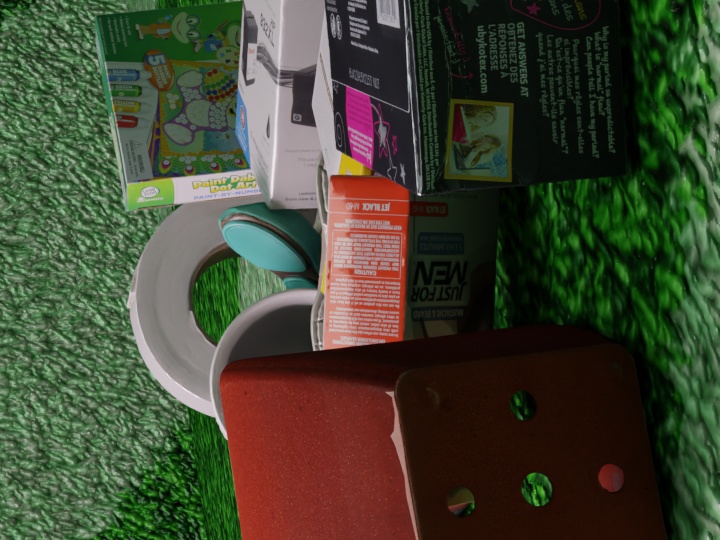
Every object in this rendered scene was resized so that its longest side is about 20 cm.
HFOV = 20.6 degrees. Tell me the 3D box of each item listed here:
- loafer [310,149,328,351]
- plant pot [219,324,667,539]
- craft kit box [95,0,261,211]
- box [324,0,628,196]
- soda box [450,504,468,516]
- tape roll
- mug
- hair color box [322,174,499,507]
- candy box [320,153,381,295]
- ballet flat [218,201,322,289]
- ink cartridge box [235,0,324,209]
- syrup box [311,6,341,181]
[{"bbox_3d":[0.000,0.000,1.500,0.063,0.072,0.200,-6,-86,-84],"label":"loafer"},{"bbox_3d":[0.056,0.123,1.050,0.176,0.200,0.200,151,112,-67],"label":"plant pot"},{"bbox_3d":[-0.124,-0.150,1.749,0.049,0.197,0.200,102,157,-53],"label":"craft kit box"},{"bbox_3d":[0.057,-0.121,1.050,0.200,0.115,0.132,-143,47,-73],"label":"box"},{"bbox_3d":[0.051,0.120,1.377,0.200,0.063,0.069,107,153,-67],"label":"soda box"},{"bbox_3d":[-0.101,0.029,1.740,0.071,0.202,0.203,128,134,-76],"label":"tape roll"},{"bbox_3d":[-0.028,0.116,1.601,0.200,0.148,0.175,46,173,4],"label":"mug"},{"bbox_3d":[0.031,0.044,1.211,0.111,0.064,0.200,-2,-84,-58],"label":"hair color box"},{"bbox_3d":[0.027,-0.056,1.292,0.026,0.102,0.200,46,155,19],"label":"candy box"},{"bbox_3d":[-0.050,-0.020,1.622,0.200,0.067,0.071,45,-126,-49],"label":"ballet flat"},{"bbox_3d":[-0.043,-0.169,1.564,0.145,0.084,0.200,-115,26,-58],"label":"ink cartridge box"},{"bbox_3d":[0.020,-0.139,1.319,0.200,0.079,0.082,102,158,-60],"label":"syrup box"}]
